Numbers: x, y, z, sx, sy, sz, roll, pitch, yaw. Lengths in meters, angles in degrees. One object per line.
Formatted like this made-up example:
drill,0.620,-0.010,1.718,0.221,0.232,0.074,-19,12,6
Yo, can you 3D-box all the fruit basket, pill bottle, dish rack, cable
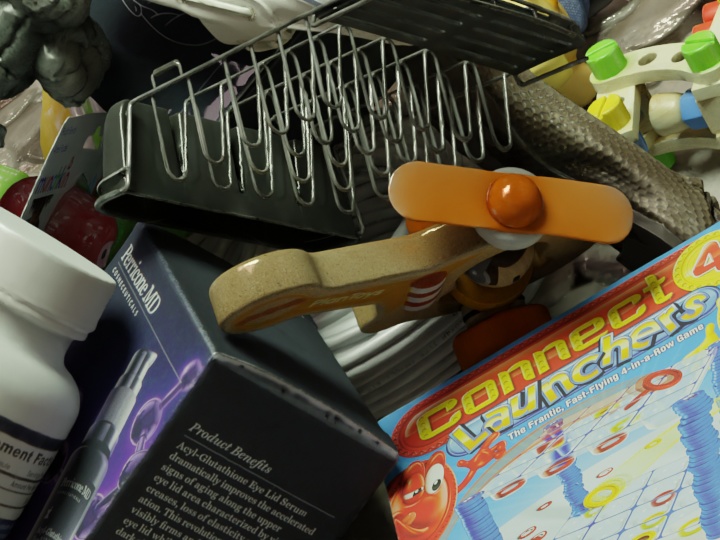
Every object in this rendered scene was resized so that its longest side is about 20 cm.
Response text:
fruit basket,-0.156,0.018,1.338,0.201,0.093,0.185,-61,-3,6
pill bottle,-0.189,0.071,1.173,0.201,0.111,0.111,-59,31,1
dish rack,-0.004,-0.069,1.204,0.199,0.153,0.055,-22,69,39
cable,0.000,0.000,1.369,0.200,0.069,0.200,-43,31,-15

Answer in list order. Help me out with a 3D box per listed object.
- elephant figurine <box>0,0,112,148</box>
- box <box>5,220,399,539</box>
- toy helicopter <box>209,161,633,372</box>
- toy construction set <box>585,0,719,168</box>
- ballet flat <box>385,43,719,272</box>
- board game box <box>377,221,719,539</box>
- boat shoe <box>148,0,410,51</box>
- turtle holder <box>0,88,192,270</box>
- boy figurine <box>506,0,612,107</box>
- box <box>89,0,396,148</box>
elephant figurine,-0.221,-0.073,1.259,0.141,0.155,0.200,31,76,17
box,-0.095,0.104,1.220,0.200,0.104,0.148,-55,28,9
toy helicopter,0.026,-0.004,1.178,0.199,0.079,0.132,-10,-17,-38
toy construction set,0.169,-0.119,1.353,0.131,0.092,0.201,-16,46,32
ballet flat,0.093,-0.060,1.277,0.200,0.067,0.046,38,67,18
board game box,0.112,0.087,1.136,0.199,0.056,0.196,-31,30,9
boat shoe,-0.050,-0.132,1.247,0.199,0.066,0.072,18,31,10
turtle holder,-0.118,-0.070,1.493,0.185,0.132,0.141,-41,-6,8
boy figurine,0.082,-0.134,1.406,0.064,0.125,0.200,-30,11,21
box,-0.081,-0.146,1.362,0.149,0.107,0.200,-49,62,6
